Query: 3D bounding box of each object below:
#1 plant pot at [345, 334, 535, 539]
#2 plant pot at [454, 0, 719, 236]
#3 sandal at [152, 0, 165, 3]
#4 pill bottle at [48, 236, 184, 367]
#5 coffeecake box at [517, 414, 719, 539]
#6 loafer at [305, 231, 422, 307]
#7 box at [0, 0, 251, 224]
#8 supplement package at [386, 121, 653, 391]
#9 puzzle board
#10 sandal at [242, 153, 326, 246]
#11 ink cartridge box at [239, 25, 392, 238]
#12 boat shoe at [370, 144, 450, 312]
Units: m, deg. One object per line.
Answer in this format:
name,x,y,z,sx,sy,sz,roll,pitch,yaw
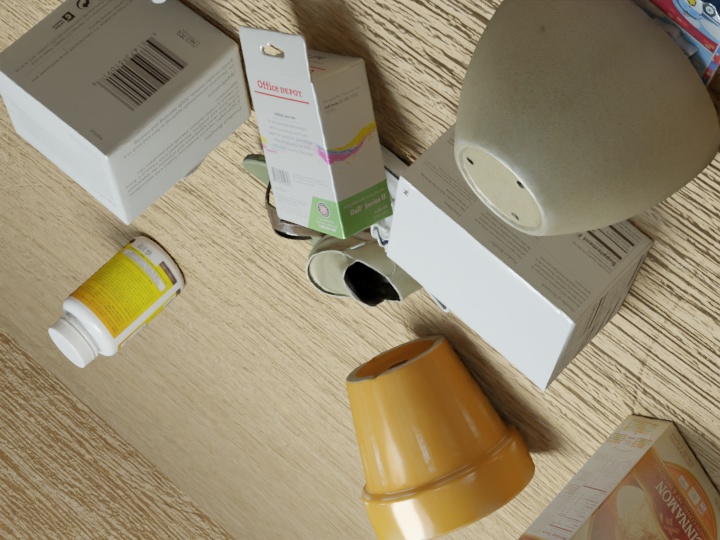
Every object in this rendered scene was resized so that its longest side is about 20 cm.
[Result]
plant pot,0.073,0.182,1.829,0.200,0.199,0.185,-8,108,65
plant pot,0.148,-0.104,1.198,0.200,0.134,0.201,41,164,14
sandal,-0.169,-0.314,1.569,0.049,0.083,0.202,7,167,-19
pill bottle,-0.365,0.050,2.391,0.109,0.200,0.110,38,157,19
coffeecake box,0.261,0.269,1.579,0.154,0.200,0.073,54,158,-20
loafer,0.000,0.000,1.746,0.199,0.068,0.076,-8,123,51
box,-0.257,-0.196,1.746,0.199,0.199,0.131,37,157,24
supplement package,0.135,-0.019,1.433,0.200,0.111,0.156,42,158,15
puzzle board,0.182,-0.226,1.106,0.200,0.017,0.151,42,159,13
sandal,-0.066,-0.052,1.833,0.201,0.057,0.080,51,159,-11
ink cartridge box,-0.043,-0.144,1.549,0.117,0.067,0.202,20,128,50
boat shoe,0.045,-0.046,1.620,0.200,0.065,0.074,48,160,0
